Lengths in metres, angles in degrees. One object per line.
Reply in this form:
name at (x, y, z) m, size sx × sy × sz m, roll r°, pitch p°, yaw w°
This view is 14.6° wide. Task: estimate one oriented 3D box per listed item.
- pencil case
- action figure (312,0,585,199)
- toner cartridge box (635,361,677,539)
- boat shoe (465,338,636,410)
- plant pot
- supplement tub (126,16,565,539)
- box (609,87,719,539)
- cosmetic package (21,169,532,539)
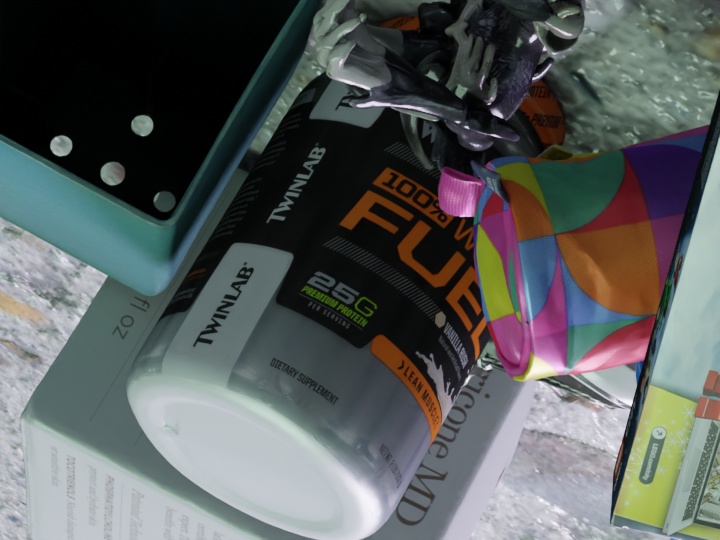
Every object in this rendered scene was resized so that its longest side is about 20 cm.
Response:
pencil case at (0.134, -0.019, 1.016) m, size 0.199 × 0.089 × 0.088 m, roll -9°, pitch 154°, yaw -8°
action figure at (0.041, -0.107, 1.026) m, size 0.102 × 0.119 × 0.200 m, roll 24°, pitch 147°, yaw -16°
toner cartridge box at (0.209, 0.061, 1.045) m, size 0.199 × 0.095 × 0.043 m, roll -11°, pitch 162°, yaw 2°
boat shoe at (0.046, 0.016, 1.270) m, size 0.200 × 0.064 × 0.071 m, roll 32°, pitch -163°, yaw 11°
plant pot at (-0.111, -0.076, 1.219) m, size 0.141 × 0.142 × 0.200 m, roll 28°, pitch 162°, yaw 5°
supplement tub at (0.000, 0.000, 1.157) m, size 0.122 × 0.200 × 0.123 m, roll 24°, pitch 155°, yaw 12°
box at (0.173, 0.011, 0.948) m, size 0.136 × 0.038 × 0.200 m, roll 13°, pitch 119°, yaw 0°
cosmetic package at (-0.038, 0.081, 1.367) m, size 0.200 × 0.168 × 0.166 m, roll 26°, pitch 154°, yaw 7°
